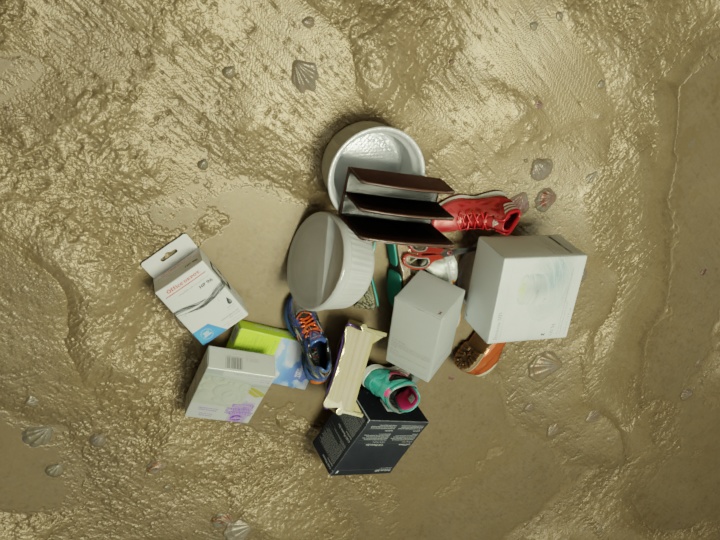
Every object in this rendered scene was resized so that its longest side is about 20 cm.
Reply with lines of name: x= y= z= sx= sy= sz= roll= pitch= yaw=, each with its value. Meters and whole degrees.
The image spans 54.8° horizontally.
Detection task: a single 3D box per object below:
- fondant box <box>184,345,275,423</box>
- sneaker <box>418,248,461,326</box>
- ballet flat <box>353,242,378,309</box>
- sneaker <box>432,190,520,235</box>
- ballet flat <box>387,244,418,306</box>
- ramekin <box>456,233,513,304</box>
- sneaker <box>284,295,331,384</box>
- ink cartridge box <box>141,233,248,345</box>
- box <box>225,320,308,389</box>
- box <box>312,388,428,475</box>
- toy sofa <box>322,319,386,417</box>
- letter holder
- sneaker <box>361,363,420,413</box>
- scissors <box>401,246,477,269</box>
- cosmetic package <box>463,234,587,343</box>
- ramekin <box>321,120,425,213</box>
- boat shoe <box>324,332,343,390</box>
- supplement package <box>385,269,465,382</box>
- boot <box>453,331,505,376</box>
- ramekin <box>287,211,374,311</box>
fondant box: x=-0.279 y=0.246 z=1.475 sx=0.144 sy=0.058 sz=0.200 roll=12 pitch=137 yaw=-21
sneaker: x=0.175 y=0.049 z=1.587 sx=0.092 sy=0.076 sz=0.200 roll=-11 pitch=112 yaw=-6
ballet flat: x=0.000 y=0.000 z=1.499 sx=0.075 sy=0.068 sz=0.200 roll=-3 pitch=120 yaw=-1
sneaker: x=0.252 y=-0.116 z=1.496 sx=0.200 sy=0.116 sz=0.078 roll=-19 pitch=120 yaw=-11
ballet flat: x=0.097 y=-0.009 z=1.526 sx=0.067 sy=0.068 sz=0.200 roll=-15 pitch=122 yaw=-22
ramekin: x=0.330 y=0.026 z=1.604 sx=0.200 sy=0.105 sz=0.201 roll=-9 pitch=119 yaw=-16
sneaker: x=-0.102 y=0.139 z=1.479 sx=0.075 sy=0.078 sz=0.200 roll=-19 pitch=82 yaw=-24
ink cartridge box: x=-0.332 y=0.039 z=1.391 sx=0.116 sy=0.068 sz=0.200 roll=-35 pitch=122 yaw=-1
box: x=-0.195 y=0.187 z=1.528 sx=0.200 sy=0.048 sz=0.122 roll=16 pitch=110 yaw=-26
box: x=0.023 y=0.381 z=1.636 sx=0.200 sy=0.104 sz=0.182 roll=13 pitch=118 yaw=-41
toy sofa: x=-0.025 y=0.209 z=1.504 sx=0.097 sy=0.083 sz=0.200 roll=17 pitch=87 yaw=-21
letter holder: x=0.079 y=-0.115 z=1.303 sx=0.200 sy=0.142 sz=0.101 roll=4 pitch=114 yaw=-22
sneaker: x=0.100 y=0.270 z=1.605 sx=0.200 sy=0.121 sz=0.084 roll=6 pitch=117 yaw=-48
scissors: x=0.182 y=-0.031 z=1.516 sx=0.200 sy=0.014 sz=0.073 roll=7 pitch=96 yaw=-25
cosmetic package: x=0.348 y=0.037 z=1.484 sx=0.200 sy=0.123 sz=0.200 roll=-2 pitch=116 yaw=-18
ramekin: x=0.018 y=-0.199 z=1.380 sx=0.200 sy=0.098 sz=0.201 roll=-9 pitch=119 yaw=-17
boat shoe: x=-0.021 y=0.216 z=1.591 sx=0.074 sy=0.073 sz=0.200 roll=9 pitch=112 yaw=-24
supplement package: x=0.140 y=0.122 z=1.527 sx=0.117 sy=0.117 sz=0.200 roll=-44 pitch=151 yaw=-41
boot: x=0.324 y=0.177 z=1.708 sx=0.200 sy=0.075 sz=0.107 roll=-47 pitch=136 yaw=5
ramekin: x=-0.056 y=-0.013 z=1.395 sx=0.094 sy=0.202 sz=0.203 roll=10 pitch=112 yaw=-37
